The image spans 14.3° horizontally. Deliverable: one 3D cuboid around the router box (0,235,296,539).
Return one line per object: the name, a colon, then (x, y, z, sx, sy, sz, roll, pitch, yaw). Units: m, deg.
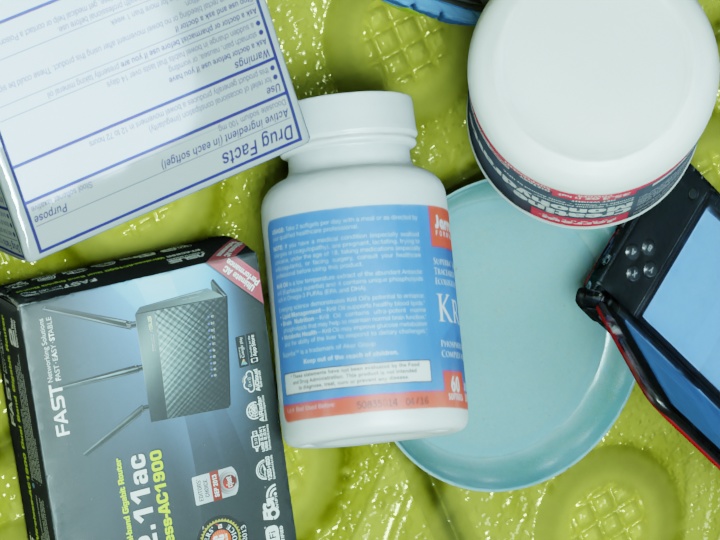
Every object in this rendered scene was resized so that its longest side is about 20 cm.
router box: (-0.126, 0.092, 1.678, 0.150, 0.062, 0.200, -14, 104, -22)

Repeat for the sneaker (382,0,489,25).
sneaker: (0.022, -0.201, 1.698, 0.199, 0.071, 0.083, 24, 90, -26)

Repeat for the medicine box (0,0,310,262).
medicine box: (-0.153, -0.132, 1.606, 0.182, 0.103, 0.200, -24, 109, -21)

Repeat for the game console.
game console: (0.241, 0.053, 1.799, 0.200, 0.119, 0.172, 42, 73, -34)

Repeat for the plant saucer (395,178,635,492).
plant saucer: (0.087, 0.038, 1.795, 0.200, 0.027, 0.200, -4, 100, -26)

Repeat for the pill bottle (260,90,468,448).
pill bottle: (0.000, 0.000, 1.683, 0.112, 0.112, 0.200, -3, 84, -26)

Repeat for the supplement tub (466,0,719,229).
supplement tub: (0.131, -0.100, 1.666, 0.140, 0.200, 0.141, 0, 82, 2)
